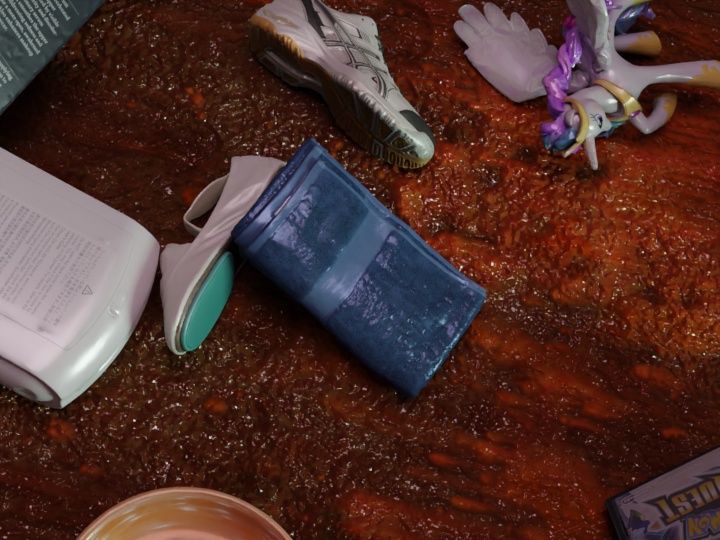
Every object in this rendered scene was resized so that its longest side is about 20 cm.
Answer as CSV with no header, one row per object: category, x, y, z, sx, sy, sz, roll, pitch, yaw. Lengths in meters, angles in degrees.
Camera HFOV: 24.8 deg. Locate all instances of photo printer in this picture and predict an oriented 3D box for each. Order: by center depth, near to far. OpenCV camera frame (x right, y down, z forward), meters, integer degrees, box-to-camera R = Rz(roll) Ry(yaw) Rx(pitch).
photo printer,-0.265,0.002,1.268,0.199,0.070,0.167,27,62,4

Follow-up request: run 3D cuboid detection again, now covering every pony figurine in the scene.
pony figurine,0.200,-0.190,1.412,0.199,0.167,0.194,-25,77,-36

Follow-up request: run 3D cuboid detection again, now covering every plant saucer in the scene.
plant saucer,-0.128,0.258,1.185,0.198,0.038,0.202,4,63,-7

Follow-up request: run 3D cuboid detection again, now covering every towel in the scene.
towel,0.000,0.000,1.294,0.200,0.048,0.112,42,64,-9

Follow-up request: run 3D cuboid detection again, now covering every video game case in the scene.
video game case,0.298,0.202,1.205,0.199,0.026,0.182,-28,45,11

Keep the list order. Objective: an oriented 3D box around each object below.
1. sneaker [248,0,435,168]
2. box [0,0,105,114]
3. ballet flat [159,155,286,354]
sneaker,0.000,-0.174,1.397,0.200,0.076,0.088,42,65,11
box,-0.323,-0.198,1.302,0.147,0.105,0.201,8,53,41
ballet flat,-0.121,-0.017,1.311,0.069,0.070,0.201,27,56,4
